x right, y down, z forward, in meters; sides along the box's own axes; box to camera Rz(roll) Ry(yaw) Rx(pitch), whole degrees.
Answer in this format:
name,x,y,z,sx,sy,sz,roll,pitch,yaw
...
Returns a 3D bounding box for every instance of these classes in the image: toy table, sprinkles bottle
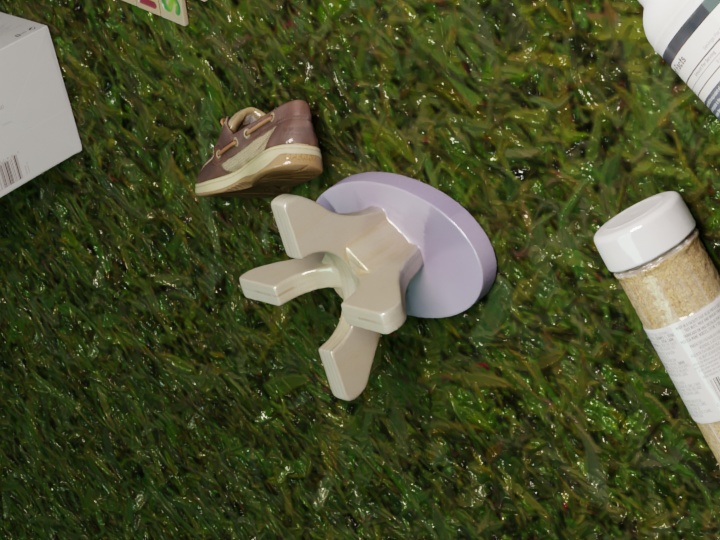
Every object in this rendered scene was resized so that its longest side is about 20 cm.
name,x,y,z,sx,sy,sz,roll,pitch,yaw
toy table,0.000,0.000,1.368,0.199,0.117,0.185,-4,115,53
sprinkles bottle,0.237,0.046,1.159,0.068,0.068,0.201,-18,104,55

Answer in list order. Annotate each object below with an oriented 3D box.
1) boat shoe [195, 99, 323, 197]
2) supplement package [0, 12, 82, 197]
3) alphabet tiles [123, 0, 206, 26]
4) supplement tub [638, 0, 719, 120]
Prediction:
name,x,y,z,sx,sy,sz,roll,pitch,yaw
boat shoe,-0.090,-0.105,1.445,0.200,0.072,0.073,164,104,-65
supplement package,-0.427,-0.162,1.682,0.199,0.191,0.148,20,133,41
alphabet tiles,-0.208,-0.306,1.457,0.199,0.006,0.168,27,137,36
supplement tub,0.248,-0.136,0.927,0.200,0.140,0.140,49,146,8
